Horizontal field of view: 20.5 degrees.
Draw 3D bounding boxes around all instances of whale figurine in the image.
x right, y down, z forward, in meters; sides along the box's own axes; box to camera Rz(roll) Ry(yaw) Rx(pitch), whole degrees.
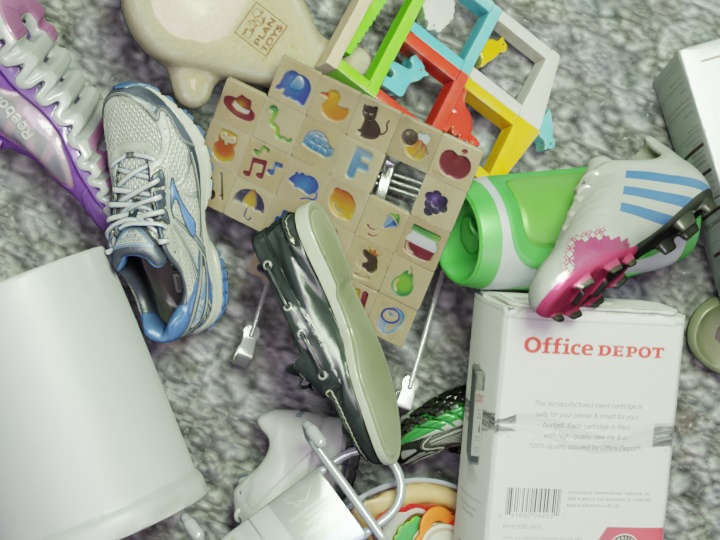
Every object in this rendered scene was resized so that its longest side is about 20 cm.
[{"bbox_3d":[-0.090,-0.190,1.510,0.199,0.104,0.160,35,89,-13],"label":"whale figurine"}]

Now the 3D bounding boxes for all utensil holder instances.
[{"bbox_3d":[-0.226,0.103,1.474,0.169,0.170,0.202,-21,90,-4],"label":"utensil holder"}]

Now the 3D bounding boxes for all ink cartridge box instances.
[{"bbox_3d":[0.153,0.120,1.477,0.144,0.085,0.202,3,98,-16],"label":"ink cartridge box"}]

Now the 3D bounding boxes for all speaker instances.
[{"bbox_3d":[0.158,-0.035,1.508,0.198,0.088,0.089,-6,92,-27],"label":"speaker"}]

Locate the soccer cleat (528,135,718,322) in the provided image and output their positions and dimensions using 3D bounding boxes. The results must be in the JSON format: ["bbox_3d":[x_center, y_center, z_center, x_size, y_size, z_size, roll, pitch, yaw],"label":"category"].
[{"bbox_3d":[0.172,-0.033,1.431,0.199,0.070,0.086,-30,71,-39],"label":"soccer cleat"}]

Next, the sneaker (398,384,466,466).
[{"bbox_3d":[0.121,0.127,1.544,0.198,0.078,0.086,-9,93,-5],"label":"sneaker"}]

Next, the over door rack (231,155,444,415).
[{"bbox_3d":[0.000,0.000,1.536,0.146,0.067,0.202,18,90,-4],"label":"over door rack"}]

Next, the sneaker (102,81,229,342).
[{"bbox_3d":[-0.151,-0.039,1.470,0.076,0.085,0.202,-8,108,26],"label":"sneaker"}]

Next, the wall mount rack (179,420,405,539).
[{"bbox_3d":[-0.035,0.216,1.445,0.199,0.075,0.174,-36,77,-10],"label":"wall mount rack"}]

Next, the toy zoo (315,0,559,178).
[{"bbox_3d":[0.073,-0.151,1.522,0.199,0.020,0.132,36,67,-19],"label":"toy zoo"}]

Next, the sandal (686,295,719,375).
[{"bbox_3d":[0.355,0.075,1.570,0.199,0.057,0.081,14,88,-4],"label":"sandal"}]

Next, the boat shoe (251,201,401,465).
[{"bbox_3d":[-0.029,0.054,1.464,0.066,0.075,0.201,-18,99,18],"label":"boat shoe"}]

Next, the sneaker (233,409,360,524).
[{"bbox_3d":[-0.060,0.202,1.545,0.086,0.074,0.202,15,88,13],"label":"sneaker"}]

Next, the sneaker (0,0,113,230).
[{"bbox_3d":[-0.244,-0.112,1.512,0.088,0.081,0.201,-26,108,22],"label":"sneaker"}]

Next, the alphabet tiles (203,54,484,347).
[{"bbox_3d":[-0.027,-0.057,1.474,0.199,0.008,0.168,26,113,9],"label":"alphabet tiles"}]

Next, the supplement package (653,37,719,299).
[{"bbox_3d":[0.312,-0.076,1.522,0.113,0.110,0.202,-15,84,-4],"label":"supplement package"}]

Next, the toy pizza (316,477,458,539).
[{"bbox_3d":[0.039,0.260,1.527,0.198,0.032,0.202,-5,100,-26],"label":"toy pizza"}]
